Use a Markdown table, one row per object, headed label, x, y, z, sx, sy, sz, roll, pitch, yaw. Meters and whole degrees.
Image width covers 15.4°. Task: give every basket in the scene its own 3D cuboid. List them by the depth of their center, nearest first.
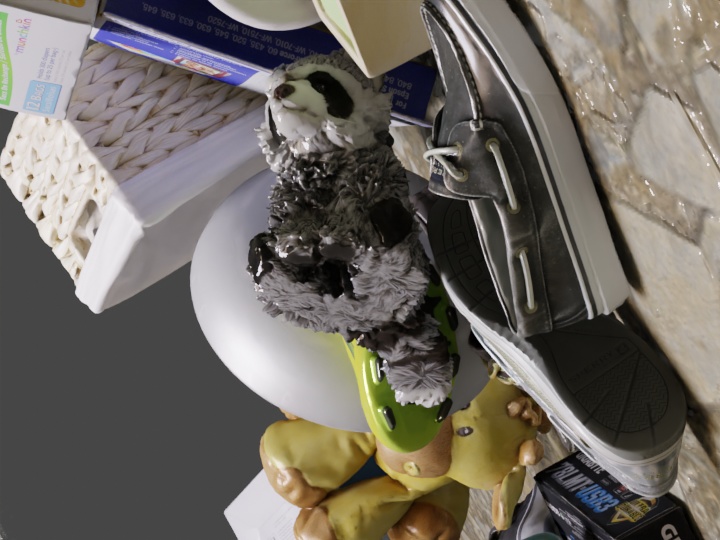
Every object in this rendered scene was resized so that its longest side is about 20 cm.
| label | x | y | z | sx | sy | sz | roll | pitch | yaw |
| --- | --- | --- | --- | --- | --- | --- | --- | --- | --- |
| basket | -0.118 | -0.088 | 1.701 | 0.123 | 0.200 | 0.136 | 50 | 148 | 10 |

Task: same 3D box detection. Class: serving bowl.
| label | x | y | z | sx | sy | sz | roll | pitch | yaw |
| --- | --- | --- | --- | --- | --- | --- | --- | --- | --- |
| serving bowl | 0.000 | 0.000 | 1.618 | 0.200 | 0.200 | 0.066 | 58 | 147 | 28 |

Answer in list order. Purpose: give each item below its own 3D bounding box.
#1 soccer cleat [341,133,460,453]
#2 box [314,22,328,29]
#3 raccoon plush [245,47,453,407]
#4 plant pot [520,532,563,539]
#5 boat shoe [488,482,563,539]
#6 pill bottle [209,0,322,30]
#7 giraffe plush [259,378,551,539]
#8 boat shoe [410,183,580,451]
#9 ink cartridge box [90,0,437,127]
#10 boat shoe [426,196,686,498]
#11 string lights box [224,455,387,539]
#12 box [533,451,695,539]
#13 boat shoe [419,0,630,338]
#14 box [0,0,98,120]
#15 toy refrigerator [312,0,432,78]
| label | x | y | z | sx | sy | sz | roll | pitch | yaw |
| --- | --- | --- | --- | --- | --- | --- | --- | --- | --- |
| soccer cleat | 0.005 | 0.006 | 1.536 | 0.084 | 0.065 | 0.201 | -6 | 100 | 62 |
| box | -0.050 | -0.205 | 1.727 | 0.200 | 0.041 | 0.039 | 63 | 173 | -22 |
| raccoon plush | -0.007 | -0.028 | 1.452 | 0.200 | 0.096 | 0.134 | 74 | -167 | -54 |
| plant pot | 0.093 | 0.272 | 1.556 | 0.196 | 0.195 | 0.200 | -125 | 19 | -46 |
| boat shoe | 0.111 | 0.183 | 1.740 | 0.070 | 0.066 | 0.200 | 65 | -166 | -6 |
| pill bottle | -0.065 | -0.209 | 1.490 | 0.114 | 0.114 | 0.200 | 64 | 174 | -23 |
| giraffe plush | 0.051 | 0.104 | 1.712 | 0.173 | 0.200 | 0.162 | 68 | 159 | -6 |
| boat shoe | 0.086 | 0.026 | 1.516 | 0.202 | 0.060 | 0.072 | 65 | 172 | -27 |
| ink cartridge box | -0.058 | -0.130 | 1.555 | 0.197 | 0.047 | 0.200 | 18 | 177 | -9 |
| boat shoe | 0.101 | 0.033 | 1.390 | 0.202 | 0.074 | 0.065 | 50 | 164 | 32 |
| string lights box | 0.014 | 0.141 | 1.871 | 0.059 | 0.200 | 0.103 | 59 | 141 | 14 |
| box | 0.185 | 0.216 | 1.596 | 0.199 | 0.050 | 0.200 | 62 | 174 | -10 |
| boat shoe | 0.066 | -0.054 | 1.286 | 0.200 | 0.071 | 0.072 | 65 | 173 | -18 |
| box | -0.192 | -0.204 | 1.527 | 0.113 | 0.101 | 0.201 | 118 | 163 | -58 |
| toy refrigerator | -0.015 | -0.200 | 1.324 | 0.076 | 0.070 | 0.200 | 55 | 170 | 50 |
